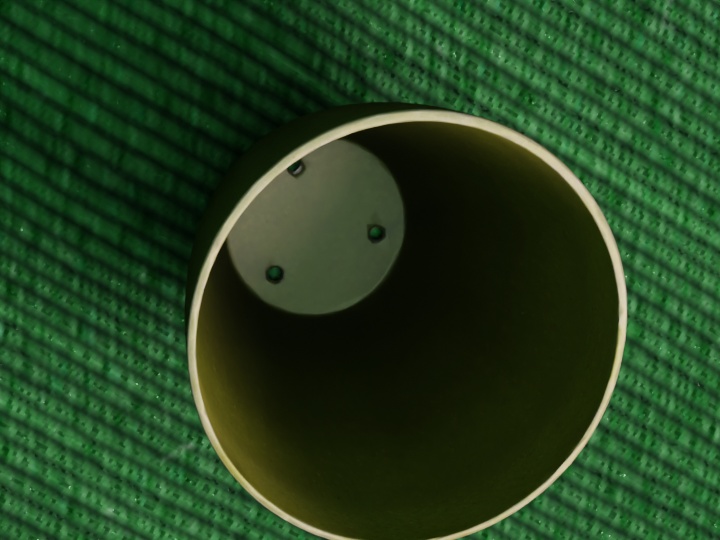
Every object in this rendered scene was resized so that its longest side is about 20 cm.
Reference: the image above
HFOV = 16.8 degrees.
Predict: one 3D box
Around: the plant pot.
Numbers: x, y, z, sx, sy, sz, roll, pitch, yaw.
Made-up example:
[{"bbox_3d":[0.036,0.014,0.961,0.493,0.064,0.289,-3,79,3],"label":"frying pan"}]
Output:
[{"bbox_3d":[0.000,0.000,1.092,0.187,0.200,0.188,-3,106,-12],"label":"plant pot"}]
